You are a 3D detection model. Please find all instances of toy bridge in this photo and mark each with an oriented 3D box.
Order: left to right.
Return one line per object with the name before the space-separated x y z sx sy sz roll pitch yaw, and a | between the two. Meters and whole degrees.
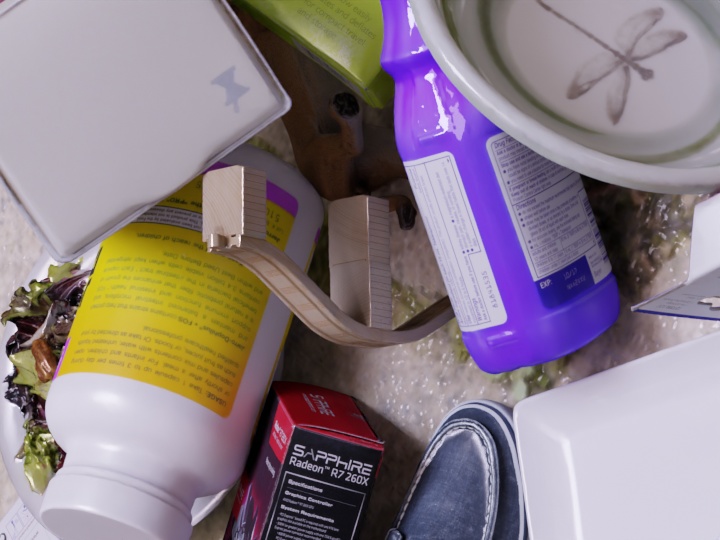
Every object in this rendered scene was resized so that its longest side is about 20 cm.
toy bridge | 0.000 0.000 1.299 0.027 0.199 0.068 -9 77 40

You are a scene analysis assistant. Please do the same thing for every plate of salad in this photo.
plate of salad | -0.125 0.049 1.504 0.199 0.048 0.202 -10 72 34

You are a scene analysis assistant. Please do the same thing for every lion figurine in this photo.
lion figurine | -0.022 -0.095 1.428 0.122 0.072 0.201 137 123 -61

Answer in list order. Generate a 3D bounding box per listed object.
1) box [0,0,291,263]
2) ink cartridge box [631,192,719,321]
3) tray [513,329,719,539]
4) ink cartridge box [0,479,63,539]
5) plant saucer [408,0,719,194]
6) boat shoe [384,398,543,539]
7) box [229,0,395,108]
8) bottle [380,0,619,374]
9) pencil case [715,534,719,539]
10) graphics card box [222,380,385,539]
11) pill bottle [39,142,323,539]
box | -0.125 -0.094 1.322 0.128 0.109 0.200 -35 13 -4
ink cartridge box | 0.210 -0.029 1.172 0.199 0.094 0.037 -30 66 37
tray | 0.154 0.086 1.256 0.199 0.022 0.108 -22 66 40
ink cartridge box | -0.159 0.226 1.521 0.120 0.042 0.200 -51 48 24
plant saucer | 0.111 -0.101 1.236 0.201 0.199 0.050 65 150 31
boat shoe | 0.026 0.152 1.308 0.070 0.091 0.202 6 80 36
box | 0.020 -0.193 1.349 0.122 0.048 0.200 36 87 12
bottle | 0.056 -0.058 1.290 0.065 0.083 0.201 -15 99 33
pencil case | 0.210 0.143 1.068 0.083 0.199 0.091 -51 48 15
graphics card box | -0.044 0.161 1.375 0.125 0.051 0.201 -132 58 -79
pill bottle | -0.092 0.040 1.400 0.104 0.104 0.201 -5 59 43
